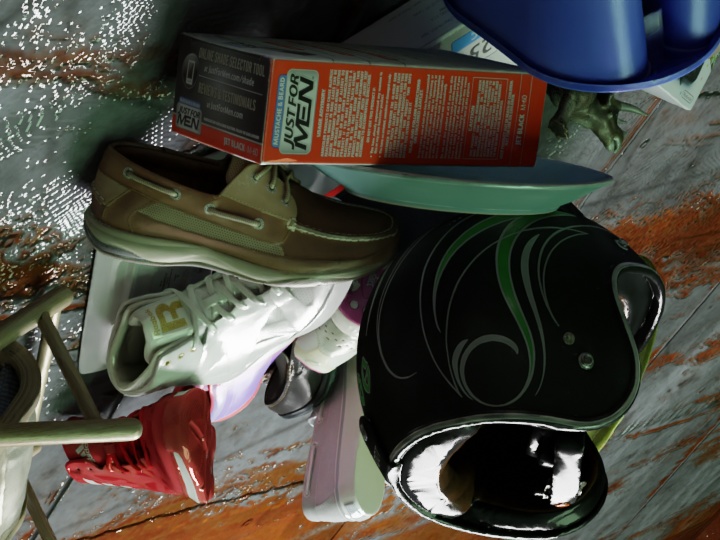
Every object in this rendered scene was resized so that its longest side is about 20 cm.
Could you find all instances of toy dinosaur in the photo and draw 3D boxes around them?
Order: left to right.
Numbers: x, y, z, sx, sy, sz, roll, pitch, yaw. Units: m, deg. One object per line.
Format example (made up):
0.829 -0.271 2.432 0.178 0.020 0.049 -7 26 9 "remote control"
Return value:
0.164 -0.169 1.200 0.102 0.077 0.201 -45 147 -32 "toy dinosaur"

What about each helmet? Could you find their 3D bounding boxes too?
0.096 0.052 1.010 0.198 0.192 0.201 3 143 2 "helmet"

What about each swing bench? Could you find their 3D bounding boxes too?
-0.267 0.139 1.031 0.198 0.130 0.200 -17 149 -30 "swing bench"

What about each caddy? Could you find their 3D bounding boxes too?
0.134 -0.185 0.970 0.140 0.200 0.106 -27 137 -20 "caddy"

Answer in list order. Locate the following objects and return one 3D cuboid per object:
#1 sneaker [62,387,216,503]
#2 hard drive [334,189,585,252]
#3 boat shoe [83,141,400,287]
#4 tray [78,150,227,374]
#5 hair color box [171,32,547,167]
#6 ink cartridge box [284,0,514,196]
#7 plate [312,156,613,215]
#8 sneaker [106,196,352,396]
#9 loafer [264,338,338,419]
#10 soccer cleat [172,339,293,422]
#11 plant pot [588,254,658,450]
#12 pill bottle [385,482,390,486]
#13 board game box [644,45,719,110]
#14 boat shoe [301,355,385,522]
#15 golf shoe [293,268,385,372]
-0.165 0.133 1.149 0.114 0.079 0.200 0 160 -2 "sneaker"
0.084 -0.043 1.182 0.199 0.135 0.042 -21 155 -51 "hard drive"
-0.070 -0.039 0.979 0.198 0.076 0.072 5 115 -10 "boat shoe"
-0.137 0.001 1.101 0.107 0.022 0.201 -25 152 -32 "tray"
0.001 -0.101 0.949 0.198 0.111 0.065 0 104 -35 "hair color box"
0.023 -0.108 1.114 0.199 0.045 0.177 -33 154 -13 "ink cartridge box"
0.057 -0.057 0.985 0.199 0.199 0.026 -6 105 -51 "plate"
-0.092 0.026 1.068 0.115 0.074 0.200 -9 152 -49 "sneaker"
-0.045 0.053 1.288 0.072 0.073 0.200 17 139 -15 "loafer"
-0.095 0.052 1.194 0.076 0.067 0.201 -28 158 -38 "soccer cleat"
0.110 0.043 1.288 0.188 0.201 0.201 23 126 -14 "plant pot"
0.072 0.093 1.444 0.200 0.114 0.114 -40 156 3 "pill bottle"
0.232 -0.229 1.111 0.147 0.064 0.202 16 101 -62 "board game box"
-0.013 0.121 1.333 0.068 0.202 0.072 -12 146 24 "boat shoe"
0.000 0.000 1.176 0.092 0.075 0.200 -51 -176 34 "golf shoe"
